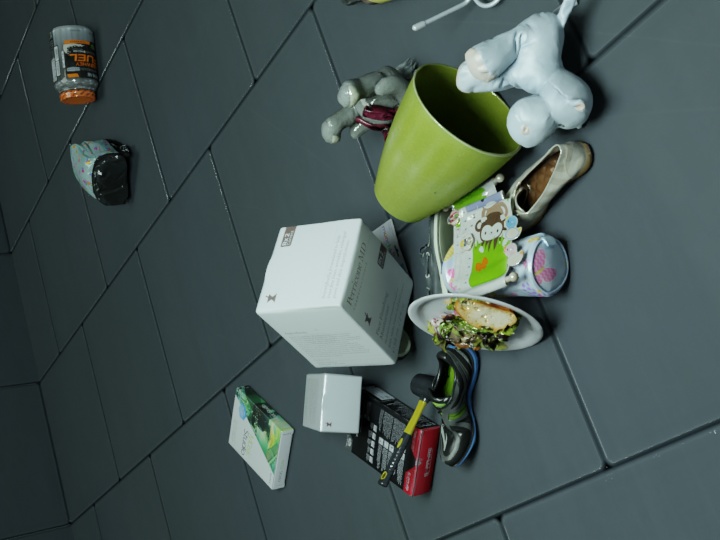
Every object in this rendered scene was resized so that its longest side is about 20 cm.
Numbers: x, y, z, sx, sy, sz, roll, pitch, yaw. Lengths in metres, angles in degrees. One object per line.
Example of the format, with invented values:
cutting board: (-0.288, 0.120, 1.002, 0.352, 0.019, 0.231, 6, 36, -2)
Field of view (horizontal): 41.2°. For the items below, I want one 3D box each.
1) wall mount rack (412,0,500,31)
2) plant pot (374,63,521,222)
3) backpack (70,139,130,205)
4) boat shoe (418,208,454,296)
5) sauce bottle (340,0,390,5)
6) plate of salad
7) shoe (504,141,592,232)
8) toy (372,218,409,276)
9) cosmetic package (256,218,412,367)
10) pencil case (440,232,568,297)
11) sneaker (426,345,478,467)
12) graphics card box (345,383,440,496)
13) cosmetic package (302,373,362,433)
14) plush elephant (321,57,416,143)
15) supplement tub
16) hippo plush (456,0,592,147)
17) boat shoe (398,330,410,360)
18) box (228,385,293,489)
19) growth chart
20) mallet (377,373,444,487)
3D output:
wall mount rack: (0.128, -0.461, 1.459, 0.174, 0.074, 0.200, -48, 55, 28)
plant pot: (0.110, -0.170, 1.432, 0.200, 0.187, 0.188, -53, 53, 39)
backpack: (-0.700, -0.280, 2.575, 0.200, 0.126, 0.168, 43, 130, 46)
boat shoe: (0.125, -0.016, 1.533, 0.066, 0.074, 0.200, -3, 101, 42)
sauce bottle: (0.035, -0.482, 1.610, 0.200, 0.064, 0.065, 2, 95, 54)
plate of salad: (0.165, 0.086, 1.395, 0.200, 0.200, 0.048, -22, 49, 52)
shoe: (0.248, -0.118, 1.372, 0.200, 0.053, 0.070, -49, 56, 44)
toy: (0.000, 0.000, 1.725, 0.200, 0.047, 0.116, -34, 68, 50)
cosmetic package: (-0.038, 0.042, 1.579, 0.164, 0.200, 0.165, -5, 56, 30)
pencil case: (0.211, -0.005, 1.412, 0.200, 0.083, 0.091, -1, 79, 54)
sneaker: (0.140, 0.215, 1.530, 0.071, 0.082, 0.201, 14, 105, 52)
graphics card box: (0.053, 0.294, 1.684, 0.200, 0.051, 0.126, 24, 112, 49)
cosmetic package: (-0.053, 0.238, 1.731, 0.200, 0.071, 0.102, 154, 121, -77)
plush elephant: (0.057, -0.240, 1.546, 0.155, 0.200, 0.165, 52, 150, 6)
supplement tub: (-0.801, -0.574, 2.681, 0.122, 0.122, 0.201, -11, 86, 53)
hippo plush: (0.248, -0.257, 1.318, 0.199, 0.159, 0.161, -30, 86, 7)
boat shoe: (0.013, 0.121, 1.694, 0.199, 0.074, 0.066, 23, 134, 37)
box: (-0.217, 0.359, 2.069, 0.200, 0.036, 0.145, 32, 119, 46)
growth chart: (0.177, -0.047, 1.394, 0.145, 0.018, 0.201, -34, 44, 40)
mallet: (0.087, 0.263, 1.568, 0.066, 0.041, 0.201, 0, 59, 47)
